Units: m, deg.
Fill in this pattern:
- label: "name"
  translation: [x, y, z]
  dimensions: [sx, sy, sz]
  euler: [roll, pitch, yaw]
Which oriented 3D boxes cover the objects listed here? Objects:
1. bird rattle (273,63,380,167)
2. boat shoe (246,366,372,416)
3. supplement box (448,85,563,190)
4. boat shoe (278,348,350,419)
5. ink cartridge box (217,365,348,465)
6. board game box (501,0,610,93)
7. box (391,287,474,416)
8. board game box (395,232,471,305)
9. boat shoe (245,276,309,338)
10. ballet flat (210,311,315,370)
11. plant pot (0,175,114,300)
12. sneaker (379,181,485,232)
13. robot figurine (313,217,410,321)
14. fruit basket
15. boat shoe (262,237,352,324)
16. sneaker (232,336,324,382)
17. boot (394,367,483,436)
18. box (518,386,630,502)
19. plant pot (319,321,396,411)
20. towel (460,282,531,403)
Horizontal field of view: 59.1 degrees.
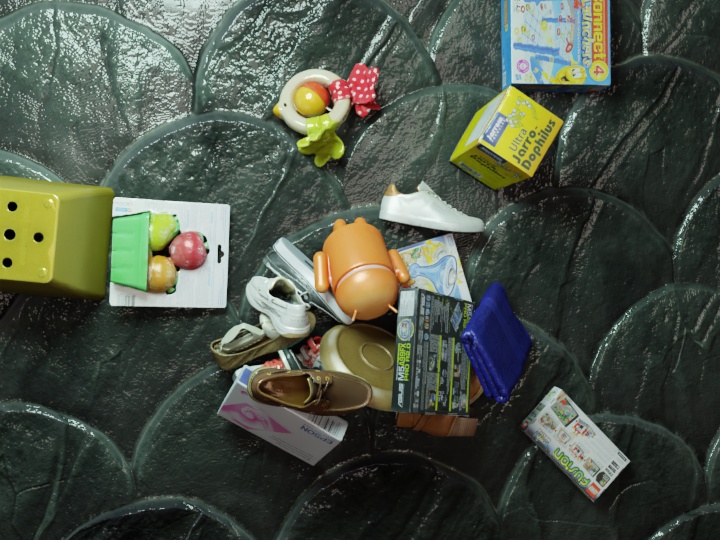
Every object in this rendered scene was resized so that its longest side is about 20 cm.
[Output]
- label: "bird rattle"
  translation: [-0.064, -0.299, 1.131]
  dimensions: [0.162, 0.113, 0.201]
  euler: [30, 84, 10]
- label: "boat shoe"
  translation: [-0.074, 0.188, 0.977]
  dimensions: [0.198, 0.068, 0.073]
  euler: [8, 83, -13]
- label: "supplement box"
  translation: [0.247, -0.224, 1.114]
  dimensions: [0.109, 0.200, 0.110]
  euler: [31, 88, -6]
- label: "boat shoe"
  translation: [-0.071, 0.196, 1.073]
  dimensions: [0.066, 0.075, 0.201]
  euler: [-30, 118, -5]
- label: "ink cartridge box"
  translation: [-0.143, 0.262, 1.083]
  dimensions: [0.195, 0.200, 0.044]
  euler: [29, 49, -5]
- label: "board game box"
  translation: [0.367, -0.443, 1.197]
  dimensions: [0.193, 0.056, 0.203]
  euler: [-2, 91, -6]
- label: "box"
  translation: [0.126, 0.141, 1.072]
  dimensions: [0.159, 0.044, 0.203]
  euler: [14, 76, -43]
- label: "board game box"
  translation: [0.133, 0.045, 1.187]
  dimensions: [0.134, 0.034, 0.202]
  euler: [-18, 93, -6]
- label: "boat shoe"
  translation: [-0.137, 0.043, 1.078]
  dimensions: [0.070, 0.200, 0.070]
  euler: [-4, 113, -33]
- label: "ballet flat"
  translation: [-0.177, 0.112, 1.111]
  dimensions: [0.198, 0.068, 0.073]
  euler: [-23, 134, 12]
- label: "plant pot"
  translation: [-0.534, -0.054, 1.036]
  dimensions: [0.197, 0.176, 0.203]
  euler: [6, 90, -7]
- label: "sneaker"
  translation: [0.138, -0.117, 1.166]
  dimensions: [0.198, 0.073, 0.086]
  euler: [10, 92, -5]
- label: "robot figurine"
  translation: [-0.002, 0.001, 1.100]
  dimensions: [0.116, 0.201, 0.143]
  euler: [-39, 138, 25]
- label: "fruit basket"
  translation: [-0.334, -0.029, 1.117]
  dimensions: [0.198, 0.094, 0.188]
  euler: [1, 91, -22]
- label: "boat shoe"
  translation: [-0.094, 0.033, 1.138]
  dimensions: [0.199, 0.074, 0.068]
  euler: [44, 103, 0]
- label: "sneaker"
  translation: [-0.119, 0.165, 1.124]
  dimensions: [0.199, 0.067, 0.109]
  euler: [12, 106, -18]
- label: "boot"
  translation: [0.146, 0.208, 1.172]
  dimensions: [0.153, 0.077, 0.202]
  euler: [7, 106, -1]
- label: "box"
  translation: [0.412, 0.334, 1.224]
  dimensions: [0.110, 0.035, 0.200]
  euler: [-45, 95, -4]
- label: "plant pot"
  translation: [0.025, 0.156, 1.102]
  dimensions: [0.198, 0.201, 0.028]
  euler: [24, 123, -7]
- label: "towel"
  translation: [0.239, 0.126, 1.130]
  dimensions: [0.049, 0.200, 0.149]
  euler: [-25, 101, 33]
